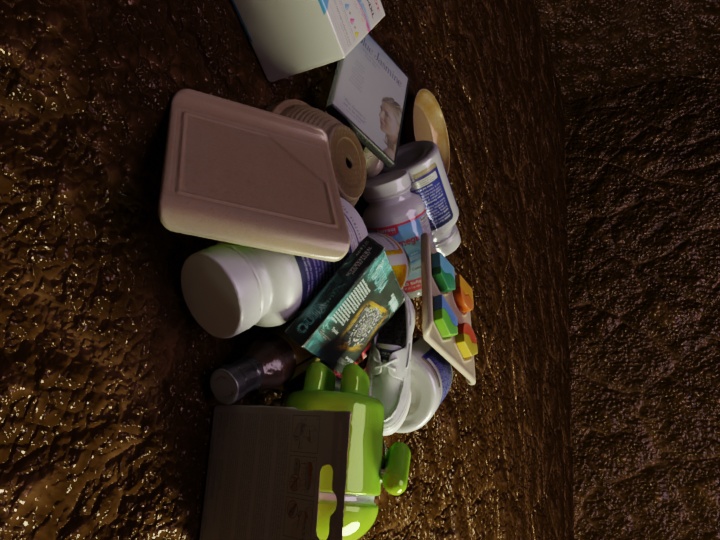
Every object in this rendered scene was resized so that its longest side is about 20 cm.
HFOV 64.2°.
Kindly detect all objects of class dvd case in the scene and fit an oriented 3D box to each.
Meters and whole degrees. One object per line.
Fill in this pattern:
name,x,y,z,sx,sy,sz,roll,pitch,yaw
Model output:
dvd case,0.018,-0.275,0.887,0.142,0.017,0.201,35,50,-34

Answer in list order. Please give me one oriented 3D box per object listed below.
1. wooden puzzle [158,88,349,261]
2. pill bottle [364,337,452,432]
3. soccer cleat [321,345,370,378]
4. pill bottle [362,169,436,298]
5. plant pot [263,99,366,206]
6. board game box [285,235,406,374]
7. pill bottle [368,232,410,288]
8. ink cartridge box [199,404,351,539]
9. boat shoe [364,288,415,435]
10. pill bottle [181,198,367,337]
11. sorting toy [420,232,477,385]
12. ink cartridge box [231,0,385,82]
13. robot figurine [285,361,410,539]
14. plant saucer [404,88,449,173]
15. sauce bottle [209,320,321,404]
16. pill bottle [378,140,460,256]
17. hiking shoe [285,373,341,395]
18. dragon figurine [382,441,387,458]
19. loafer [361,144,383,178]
wooden puzzle,-0.110,-0.099,0.600,0.184,0.037,0.201,11,46,-23
pill bottle,0.083,0.172,0.924,0.200,0.119,0.121,-9,92,-71
soccer cleat,-0.015,0.100,0.861,0.077,0.067,0.200,52,36,6
pill bottle,0.067,-0.061,0.977,0.109,0.108,0.201,-47,125,-54
plant pot,-0.054,-0.140,0.792,0.200,0.092,0.203,16,71,-58
board game box,-0.007,0.051,0.684,0.135,0.028,0.200,-50,160,-8
pill bottle,0.000,0.000,0.843,0.200,0.108,0.110,-9,92,-61
ink cartridge box,-0.078,0.217,0.565,0.050,0.199,0.162,22,66,-49
boat shoe,0.041,0.117,0.782,0.069,0.071,0.201,69,33,-57
pill bottle,-0.091,-0.007,0.642,0.200,0.119,0.121,-29,110,-49
sorting toy,0.147,0.062,0.921,0.200,0.036,0.186,48,35,-45
ink cartridge box,-0.062,-0.371,0.787,0.129,0.124,0.201,64,35,-31
robot figurine,-0.033,0.207,0.640,0.116,0.174,0.202,66,26,-68
plant saucer,0.140,-0.282,1.227,0.200,0.035,0.202,20,67,-58
sauce bottle,-0.099,0.103,0.690,0.200,0.064,0.065,-19,101,-61
pill bottle,0.116,-0.126,1.069,0.201,0.119,0.120,65,34,-30
hiking shoe,-0.040,0.212,0.763,0.200,0.075,0.101,55,37,-43
dragon figurine,-0.030,0.287,0.714,0.199,0.059,0.100,-33,153,-18
loafer,0.006,-0.255,0.939,0.068,0.075,0.202,10,76,-66
